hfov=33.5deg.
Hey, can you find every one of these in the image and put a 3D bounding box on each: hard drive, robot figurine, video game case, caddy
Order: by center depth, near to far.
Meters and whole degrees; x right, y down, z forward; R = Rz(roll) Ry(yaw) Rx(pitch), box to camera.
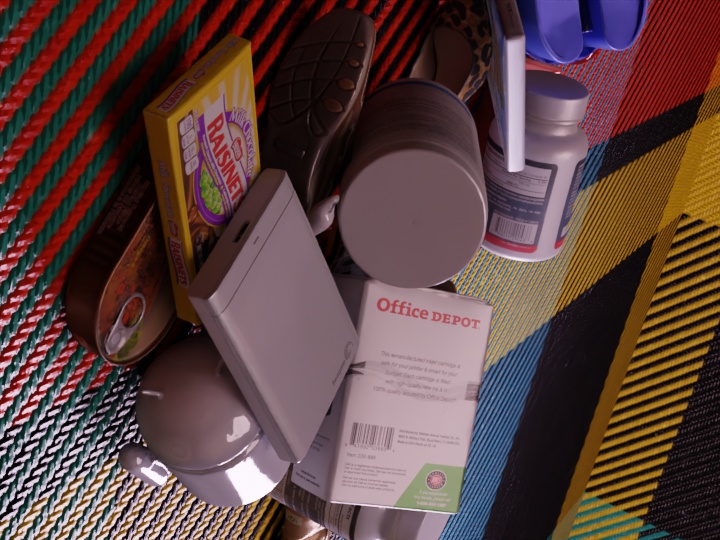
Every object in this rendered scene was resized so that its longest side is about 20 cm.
[{"bbox_3d":[-0.061,0.039,0.943,0.133,0.026,0.201,-62,146,-35],"label":"hard drive"},{"bbox_3d":[-0.122,0.129,1.013,0.169,0.113,0.201,-32,151,-8],"label":"robot figurine"},{"bbox_3d":[0.147,-0.237,1.258,0.201,0.022,0.184,79,3,-55],"label":"video game case"},{"bbox_3d":[0.221,-0.314,1.261,0.140,0.105,0.202,-13,114,-10],"label":"caddy"}]

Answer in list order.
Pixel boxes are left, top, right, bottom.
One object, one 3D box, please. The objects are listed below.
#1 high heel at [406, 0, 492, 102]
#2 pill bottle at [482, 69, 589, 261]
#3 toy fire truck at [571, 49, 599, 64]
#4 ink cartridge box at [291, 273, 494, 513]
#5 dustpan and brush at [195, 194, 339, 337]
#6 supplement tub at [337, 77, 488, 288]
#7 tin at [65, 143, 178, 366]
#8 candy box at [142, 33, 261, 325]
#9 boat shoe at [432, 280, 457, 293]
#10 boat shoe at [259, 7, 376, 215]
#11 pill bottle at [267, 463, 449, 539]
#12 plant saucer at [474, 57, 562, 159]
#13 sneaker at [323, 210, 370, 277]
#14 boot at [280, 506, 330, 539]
[{"bbox_3d":[0.070,-0.192,1.197,0.142,0.071,0.202,-34,145,-52],"label":"high heel"},{"bbox_3d":[0.202,-0.125,1.403,0.119,0.119,0.202,-34,142,-52],"label":"pill bottle"},{"bbox_3d":[0.281,-0.323,1.376,0.129,0.198,0.177,-53,154,-28],"label":"toy fire truck"},{"bbox_3d":[0.031,0.113,1.112,0.144,0.084,0.203,12,88,-27],"label":"ink cartridge box"},{"bbox_3d":[-0.065,0.001,1.034,0.139,0.058,0.200,-27,174,-44],"label":"dustpan and brush"},{"bbox_3d":[0.046,-0.085,1.076,0.201,0.130,0.133,-84,-174,-65],"label":"supplement tub"},{"bbox_3d":[-0.151,-0.025,0.899,0.201,0.042,0.112,-61,154,-15],"label":"tin"},{"bbox_3d":[-0.109,-0.063,0.879,0.103,0.026,0.201,-54,155,-38],"label":"candy box"},{"bbox_3d":[0.077,0.080,1.421,0.201,0.070,0.065,-70,157,-55],"label":"boat shoe"},{"bbox_3d":[-0.038,-0.128,1.020,0.202,0.075,0.072,-64,163,18],"label":"boat shoe"},{"bbox_3d":[-0.008,0.218,1.246,0.117,0.198,0.117,-49,153,-36],"label":"pill bottle"},{"bbox_3d":[0.182,-0.172,1.515,0.200,0.036,0.202,-11,121,-65],"label":"plant saucer"},{"bbox_3d":[0.000,0.000,1.189,0.078,0.077,0.201,42,69,-38],"label":"sneaker"},{"bbox_3d":[-0.052,0.327,1.439,0.174,0.066,0.202,-14,124,-48],"label":"boot"}]
